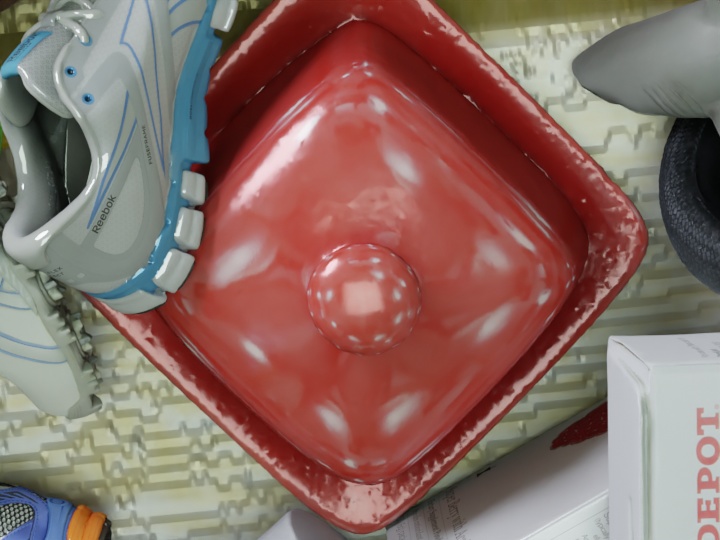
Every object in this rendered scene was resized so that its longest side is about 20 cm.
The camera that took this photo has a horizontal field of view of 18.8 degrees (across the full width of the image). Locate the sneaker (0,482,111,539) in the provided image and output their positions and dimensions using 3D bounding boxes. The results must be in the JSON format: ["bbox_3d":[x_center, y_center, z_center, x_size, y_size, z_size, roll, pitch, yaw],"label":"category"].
[{"bbox_3d":[-0.188,0.180,0.973,0.078,0.075,0.201,31,91,2],"label":"sneaker"}]

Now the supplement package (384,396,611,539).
[{"bbox_3d":[0.125,0.125,0.936,0.199,0.121,0.120,-30,100,3],"label":"supplement package"}]

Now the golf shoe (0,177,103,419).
[{"bbox_3d":[-0.176,0.002,0.897,0.097,0.078,0.201,-29,134,-3],"label":"golf shoe"}]

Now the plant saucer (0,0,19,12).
[{"bbox_3d":[-0.202,-0.189,0.890,0.199,0.035,0.202,4,114,8],"label":"plant saucer"}]

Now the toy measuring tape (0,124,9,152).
[{"bbox_3d":[-0.232,-0.068,0.896,0.199,0.073,0.074,1,103,-36],"label":"toy measuring tape"}]

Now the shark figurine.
[{"bbox_3d":[0.182,-0.126,0.877,0.214,0.128,0.090,-33,124,9],"label":"shark figurine"}]

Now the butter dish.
[{"bbox_3d":[0.000,0.000,0.897,0.199,0.148,0.200,43,97,-9],"label":"butter dish"}]

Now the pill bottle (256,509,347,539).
[{"bbox_3d":[-0.066,0.209,0.951,0.116,0.116,0.200,44,97,-8],"label":"pill bottle"}]

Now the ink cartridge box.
[{"bbox_3d":[0.195,0.096,0.828,0.198,0.085,0.146,-2,98,-5],"label":"ink cartridge box"}]

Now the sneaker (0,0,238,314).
[{"bbox_3d":[-0.101,-0.088,0.853,0.075,0.086,0.202,-6,77,38],"label":"sneaker"}]

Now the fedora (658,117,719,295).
[{"bbox_3d":[0.229,-0.038,0.909,0.200,0.201,0.092,-30,133,5],"label":"fedora"}]
